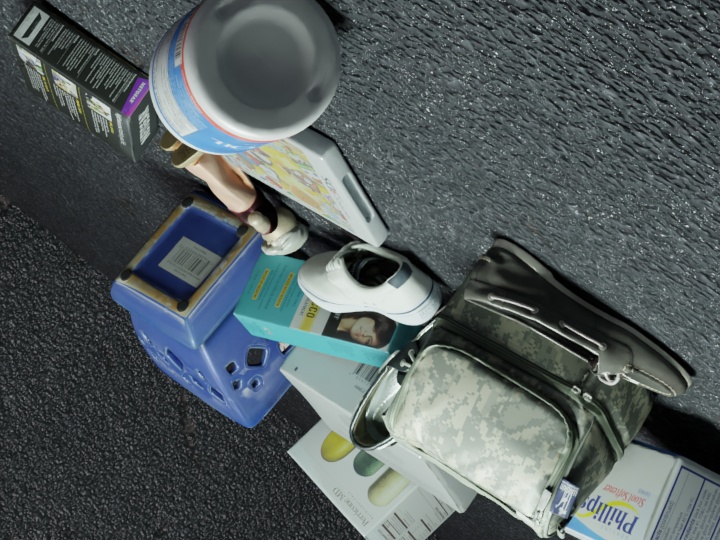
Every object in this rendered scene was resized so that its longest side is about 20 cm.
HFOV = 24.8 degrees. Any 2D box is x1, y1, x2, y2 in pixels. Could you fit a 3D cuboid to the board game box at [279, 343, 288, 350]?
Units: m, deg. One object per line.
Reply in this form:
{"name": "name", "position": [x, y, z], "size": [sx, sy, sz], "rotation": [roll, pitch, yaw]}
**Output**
{"name": "board game box", "position": [-0.046, 0.082, 2.068], "size": [0.199, 0.035, 0.127], "rotation": [29, 142, 35]}

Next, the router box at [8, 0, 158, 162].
{"name": "router box", "position": [-0.288, -0.195, 1.726], "size": [0.149, 0.051, 0.200], "rotation": [34, 169, 0]}

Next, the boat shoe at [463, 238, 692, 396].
{"name": "boat shoe", "position": [0.174, 0.053, 1.333], "size": [0.199, 0.057, 0.067], "rotation": [36, 169, 4]}

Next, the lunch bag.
{"name": "lunch bag", "position": [0.138, 0.122, 1.438], "size": [0.199, 0.168, 0.139], "rotation": [30, 168, 27]}

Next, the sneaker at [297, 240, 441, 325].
{"name": "sneaker", "position": [0.000, 0.000, 1.647], "size": [0.199, 0.073, 0.071], "rotation": [9, 143, 49]}

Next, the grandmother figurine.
{"name": "grandmother figurine", "position": [-0.122, -0.078, 1.712], "size": [0.200, 0.060, 0.122], "rotation": [42, -165, -42]}

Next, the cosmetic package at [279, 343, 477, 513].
{"name": "cosmetic package", "position": [0.047, 0.143, 1.810], "size": [0.199, 0.123, 0.200], "rotation": [30, 166, 26]}

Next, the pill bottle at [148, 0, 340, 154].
{"name": "pill bottle", "position": [-0.092, -0.142, 1.191], "size": [0.112, 0.113, 0.200], "rotation": [38, 170, -13]}

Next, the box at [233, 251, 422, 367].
{"name": "box", "position": [-0.031, 0.042, 1.736], "size": [0.199, 0.083, 0.049], "rotation": [12, 157, 31]}

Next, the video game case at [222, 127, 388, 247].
{"name": "video game case", "position": [-0.078, -0.109, 1.520], "size": [0.199, 0.023, 0.182], "rotation": [31, 168, 27]}

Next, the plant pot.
{"name": "plant pot", "position": [-0.165, 0.032, 1.943], "size": [0.199, 0.200, 0.180], "rotation": [27, 160, 41]}

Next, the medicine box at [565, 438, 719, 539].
{"name": "medicine box", "position": [0.291, 0.233, 1.513], "size": [0.199, 0.103, 0.182], "rotation": [28, 173, -26]}

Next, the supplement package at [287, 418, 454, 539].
{"name": "supplement package", "position": [0.049, 0.221, 1.975], "size": [0.152, 0.200, 0.151], "rotation": [44, 174, 28]}

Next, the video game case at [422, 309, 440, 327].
{"name": "video game case", "position": [0.123, 0.104, 1.793], "size": [0.182, 0.022, 0.200], "rotation": [39, 169, -14]}

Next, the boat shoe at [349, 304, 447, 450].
{"name": "boat shoe", "position": [0.057, 0.109, 1.613], "size": [0.076, 0.201, 0.060], "rotation": [43, -146, 19]}
